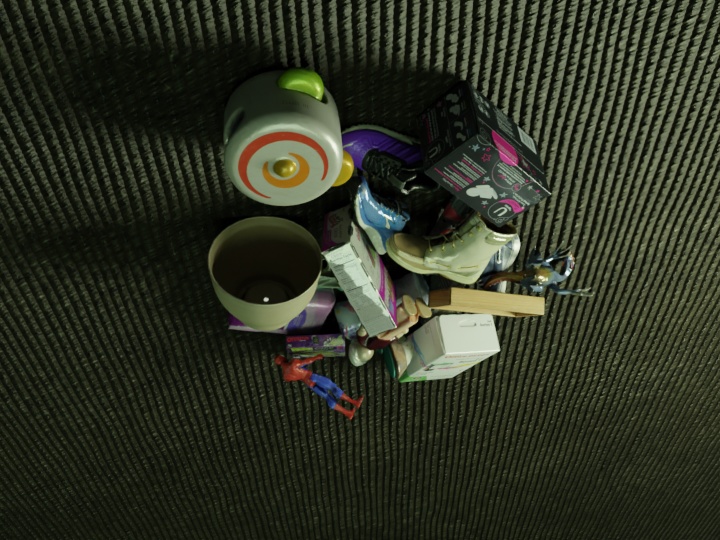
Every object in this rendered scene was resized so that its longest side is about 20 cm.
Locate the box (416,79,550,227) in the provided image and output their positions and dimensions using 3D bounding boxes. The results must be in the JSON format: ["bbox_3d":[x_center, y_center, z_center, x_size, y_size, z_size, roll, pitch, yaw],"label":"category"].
[{"bbox_3d":[0.199,-0.187,1.325,0.114,0.133,0.199,-33,135,31],"label":"box"}]

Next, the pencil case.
[{"bbox_3d":[0.046,0.069,1.637,0.198,0.091,0.084,-24,116,15],"label":"pencil case"}]

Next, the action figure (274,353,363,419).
[{"bbox_3d":[-0.086,0.220,1.693,0.199,0.099,0.066,30,122,-2],"label":"action figure"}]

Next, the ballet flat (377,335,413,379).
[{"bbox_3d":[0.072,0.160,1.681,0.066,0.200,0.069,-9,113,-12],"label":"ballet flat"}]

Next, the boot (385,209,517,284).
[{"bbox_3d":[0.158,-0.056,1.425,0.198,0.073,0.155,15,139,-22],"label":"boot"}]

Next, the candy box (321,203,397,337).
[{"bbox_3d":[0.000,0.000,1.463,0.060,0.137,0.201,-20,119,14],"label":"candy box"}]

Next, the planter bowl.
[{"bbox_3d":[-0.169,0.023,1.448,0.198,0.202,0.135,-2,140,-8],"label":"planter bowl"}]

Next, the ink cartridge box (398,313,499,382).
[{"bbox_3d":[0.178,0.166,1.718,0.143,0.085,0.200,-1,157,-28],"label":"ink cartridge box"}]

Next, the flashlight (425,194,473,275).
[{"bbox_3d":[0.166,-0.069,1.509,0.067,0.068,0.201,6,137,-22],"label":"flashlight"}]

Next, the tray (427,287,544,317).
[{"bbox_3d":[0.239,0.061,1.548,0.198,0.038,0.098,7,172,-20],"label":"tray"}]

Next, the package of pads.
[{"bbox_3d":[-0.158,0.066,1.601,0.198,0.076,0.121,8,135,-19],"label":"package of pads"}]

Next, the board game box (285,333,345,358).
[{"bbox_3d":[-0.090,0.158,1.686,0.118,0.033,0.200,2,168,-1],"label":"board game box"}]

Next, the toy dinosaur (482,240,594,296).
[{"bbox_3d":[0.357,-0.003,1.594,0.198,0.106,0.181,0,177,22],"label":"toy dinosaur"}]

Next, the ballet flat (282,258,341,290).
[{"bbox_3d":[-0.052,0.007,1.564,0.198,0.067,0.064,5,109,-19],"label":"ballet flat"}]

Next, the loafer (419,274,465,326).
[{"bbox_3d":[0.177,0.046,1.651,0.069,0.076,0.201,0,149,-18],"label":"loafer"}]

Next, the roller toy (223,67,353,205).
[{"bbox_3d":[-0.118,-0.195,1.247,0.181,0.141,0.201,-17,139,11],"label":"roller toy"}]

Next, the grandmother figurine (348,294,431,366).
[{"bbox_3d":[0.042,0.123,1.579,0.120,0.061,0.200,18,134,-33],"label":"grandmother figurine"}]

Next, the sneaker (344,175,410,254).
[{"bbox_3d":[0.036,-0.110,1.440,0.088,0.079,0.200,-26,146,9],"label":"sneaker"}]

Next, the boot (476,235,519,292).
[{"bbox_3d":[0.240,0.004,1.595,0.089,0.073,0.201,-12,134,-25],"label":"boot"}]

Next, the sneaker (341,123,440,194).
[{"bbox_3d":[0.050,-0.175,1.332,0.198,0.100,0.070,9,138,-15],"label":"sneaker"}]
